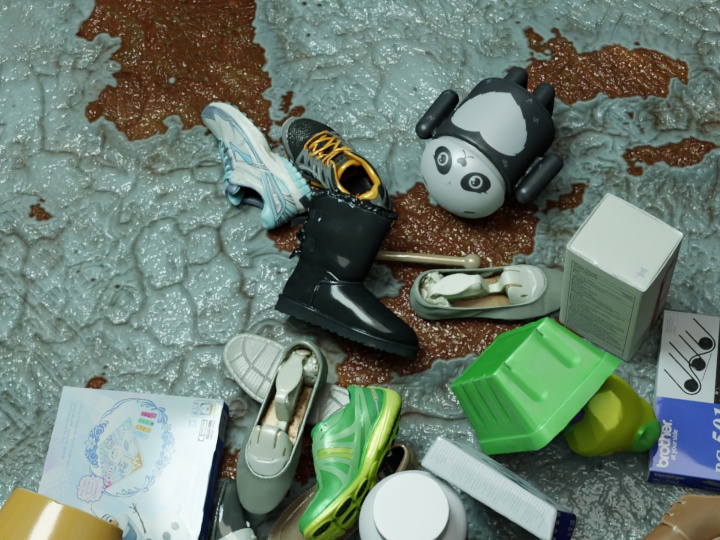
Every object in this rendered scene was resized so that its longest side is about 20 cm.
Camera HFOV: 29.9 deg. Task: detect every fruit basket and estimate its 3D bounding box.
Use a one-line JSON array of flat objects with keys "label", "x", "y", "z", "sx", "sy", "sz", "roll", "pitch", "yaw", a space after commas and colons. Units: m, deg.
[{"label": "fruit basket", "x": 0.224, "y": 0.155, "z": 1.485, "sx": 0.216, "sy": 0.216, "sz": 0.156, "roll": 40, "pitch": 73, "yaw": 20}]

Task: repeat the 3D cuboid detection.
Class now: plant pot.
[{"label": "plant pot", "x": -0.342, "y": 0.337, "z": 1.418, "sx": 0.200, "sy": 0.200, "sz": 0.183, "roll": 18, "pitch": 72, "yaw": 12}]

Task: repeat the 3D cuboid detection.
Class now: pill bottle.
[{"label": "pill bottle", "x": 0.058, "y": 0.281, "z": 1.423, "sx": 0.112, "sy": 0.200, "sz": 0.113, "roll": -2, "pitch": 64, "yaw": 4}]

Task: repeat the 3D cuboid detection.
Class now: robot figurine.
[{"label": "robot figurine", "x": 0.161, "y": -0.158, "z": 1.669, "sx": 0.200, "sy": 0.125, "sz": 0.150, "roll": -50, "pitch": 32, "yaw": -18}]

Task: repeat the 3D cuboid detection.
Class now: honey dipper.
[{"label": "honey dipper", "x": 0.049, "y": -0.015, "z": 1.659, "sx": 0.200, "sy": 0.038, "sz": 0.038, "roll": 6, "pitch": 65, "yaw": 7}]

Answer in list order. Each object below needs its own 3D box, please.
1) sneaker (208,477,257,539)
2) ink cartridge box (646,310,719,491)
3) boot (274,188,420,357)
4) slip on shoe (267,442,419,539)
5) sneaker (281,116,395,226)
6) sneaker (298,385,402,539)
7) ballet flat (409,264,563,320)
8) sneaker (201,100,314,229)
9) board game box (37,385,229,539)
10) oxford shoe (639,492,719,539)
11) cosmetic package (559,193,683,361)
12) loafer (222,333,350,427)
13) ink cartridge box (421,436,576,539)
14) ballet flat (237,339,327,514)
[{"label": "sneaker", "x": -0.127, "y": 0.330, "z": 1.492, "sx": 0.088, "sy": 0.074, "sz": 0.200, "roll": 3, "pitch": 66, "yaw": -8}, {"label": "ink cartridge box", "x": 0.385, "y": 0.149, "z": 1.548, "sx": 0.094, "sy": 0.044, "sz": 0.200, "roll": 6, "pitch": 65, "yaw": 9}, {"label": "boot", "x": 0.001, "y": 0.000, "z": 1.605, "sx": 0.198, "sy": 0.073, "sz": 0.163, "roll": 21, "pitch": 90, "yaw": 16}, {"label": "slip on shoe", "x": -0.021, "y": 0.262, "z": 1.516, "sx": 0.200, "sy": 0.061, "sz": 0.076, "roll": -30, "pitch": 66, "yaw": -10}, {"label": "sneaker", "x": -0.028, "y": -0.134, "z": 1.701, "sx": 0.078, "sy": 0.077, "sz": 0.200, "roll": -41, "pitch": 66, "yaw": -13}, {"label": "sneaker", "x": -0.022, "y": 0.211, "z": 1.472, "sx": 0.083, "sy": 0.074, "sz": 0.200, "roll": 18, "pitch": 54, "yaw": 17}, {"label": "ballet flat", "x": 0.159, "y": 0.024, "z": 1.616, "sx": 0.200, "sy": 0.064, "sz": 0.067, "roll": -5, "pitch": 64, "yaw": 1}, {"label": "sneaker", "x": -0.148, "y": -0.134, "z": 1.711, "sx": 0.086, "sy": 0.078, "sz": 0.200, "roll": -40, "pitch": 68, "yaw": -11}, {"label": "board game box", "x": -0.265, "y": 0.239, "z": 1.553, "sx": 0.199, "sy": 0.043, "sz": 0.200, "roll": 5, "pitch": 65, "yaw": 9}, {"label": "oxford shoe", "x": 0.347, "y": 0.284, "z": 1.469, "sx": 0.200, "sy": 0.071, "sz": 0.071, "roll": -14, "pitch": 73, "yaw": -14}, {"label": "cosmetic package", "x": 0.293, "y": 0.011, "z": 1.535, "sx": 0.103, "sy": 0.200, "sz": 0.087, "roll": 33, "pitch": 72, "yaw": 18}, {"label": "loafer", "x": -0.074, "y": 0.144, "z": 1.582, "sx": 0.200, "sy": 0.063, "sz": 0.072, "roll": 29, "pitch": 74, "yaw": 20}, {"label": "ink cartridge box", "x": 0.173, "y": 0.248, "z": 1.432, "sx": 0.200, "sy": 0.200, "sz": 0.041, "roll": 32, "pitch": 89, "yaw": 17}, {"label": "ballet flat", "x": -0.092, "y": 0.168, "z": 1.493, "sx": 0.067, "sy": 0.064, "sz": 0.200, "roll": 15, "pitch": 68, "yaw": 14}]
